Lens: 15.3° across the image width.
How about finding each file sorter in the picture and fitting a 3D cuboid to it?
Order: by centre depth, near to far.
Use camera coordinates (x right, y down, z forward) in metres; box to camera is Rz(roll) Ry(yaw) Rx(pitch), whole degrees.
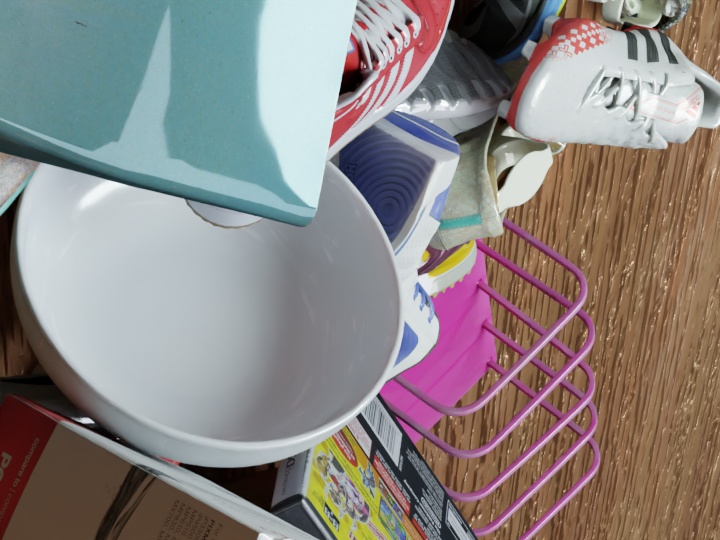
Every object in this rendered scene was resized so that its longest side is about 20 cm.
[{"bbox_3d":[0.069,0.073,1.669,0.139,0.125,0.201,-43,150,-21],"label":"file sorter"}]

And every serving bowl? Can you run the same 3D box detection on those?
[{"bbox_3d":[-0.081,0.016,1.313,0.200,0.200,0.066,-31,163,-37],"label":"serving bowl"}]

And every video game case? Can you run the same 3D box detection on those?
[{"bbox_3d":[0.017,0.156,1.533,0.025,0.181,0.201,-25,114,18],"label":"video game case"}]

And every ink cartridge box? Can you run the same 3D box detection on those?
[{"bbox_3d":[-0.075,0.143,1.224,0.146,0.199,0.083,30,85,-43],"label":"ink cartridge box"}]

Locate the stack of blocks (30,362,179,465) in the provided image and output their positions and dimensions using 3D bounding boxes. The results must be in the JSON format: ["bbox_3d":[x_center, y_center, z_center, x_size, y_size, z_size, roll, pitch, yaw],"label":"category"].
[{"bbox_3d":[-0.156,0.103,1.418,0.201,0.058,0.115,-59,152,9],"label":"stack of blocks"}]

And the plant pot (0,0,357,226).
[{"bbox_3d":[-0.125,-0.111,1.115,0.199,0.141,0.142,10,92,-38],"label":"plant pot"}]

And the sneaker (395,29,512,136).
[{"bbox_3d":[-0.005,-0.078,1.462,0.199,0.075,0.082,-18,145,-34],"label":"sneaker"}]

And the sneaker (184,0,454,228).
[{"bbox_3d":[-0.007,-0.113,1.301,0.200,0.071,0.113,-50,174,-29],"label":"sneaker"}]

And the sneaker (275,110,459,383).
[{"bbox_3d":[0.000,0.001,1.430,0.115,0.080,0.200,-18,138,-58],"label":"sneaker"}]

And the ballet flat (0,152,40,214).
[{"bbox_3d":[-0.164,-0.080,1.217,0.200,0.068,0.067,-47,133,-27],"label":"ballet flat"}]

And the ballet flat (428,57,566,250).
[{"bbox_3d":[0.088,-0.070,1.537,0.200,0.062,0.068,-57,136,-51],"label":"ballet flat"}]

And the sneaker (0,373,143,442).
[{"bbox_3d":[-0.185,0.110,1.294,0.199,0.073,0.113,1,102,-34],"label":"sneaker"}]

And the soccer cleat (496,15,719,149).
[{"bbox_3d":[0.146,-0.100,1.503,0.200,0.085,0.069,-14,132,-62],"label":"soccer cleat"}]

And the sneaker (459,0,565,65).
[{"bbox_3d":[0.087,-0.188,1.476,0.200,0.082,0.071,108,7,-58],"label":"sneaker"}]

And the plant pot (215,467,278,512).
[{"bbox_3d":[-0.042,0.195,1.598,0.200,0.186,0.187,-33,148,-59],"label":"plant pot"}]

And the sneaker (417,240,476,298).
[{"bbox_3d":[-0.008,-0.007,1.531,0.200,0.075,0.091,-40,141,-39],"label":"sneaker"}]

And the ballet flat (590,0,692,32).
[{"bbox_3d":[0.152,-0.183,1.571,0.072,0.072,0.200,-56,154,2],"label":"ballet flat"}]
